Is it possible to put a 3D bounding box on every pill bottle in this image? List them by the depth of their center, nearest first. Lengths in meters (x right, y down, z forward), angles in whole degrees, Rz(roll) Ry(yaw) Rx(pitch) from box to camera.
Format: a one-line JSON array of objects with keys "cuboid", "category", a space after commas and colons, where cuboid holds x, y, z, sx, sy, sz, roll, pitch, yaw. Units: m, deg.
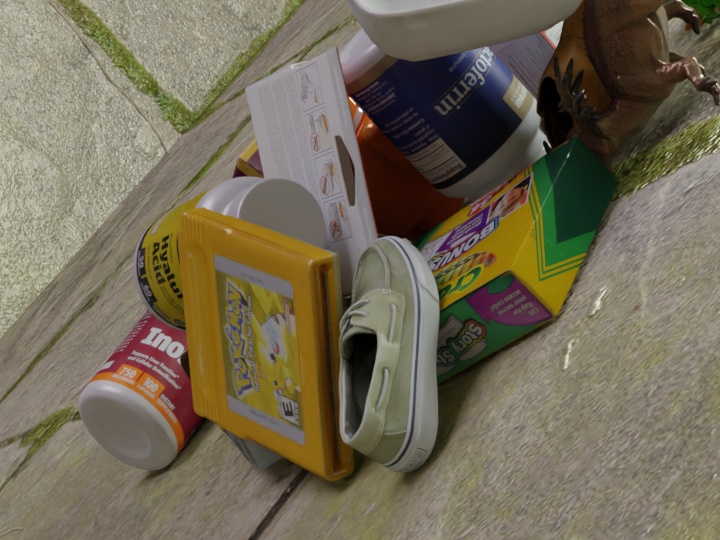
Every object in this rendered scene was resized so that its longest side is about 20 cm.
[{"cuboid": [-0.108, -0.017, 1.732, 0.111, 0.111, 0.200, -51, 14, -27], "category": "pill bottle"}, {"cuboid": [0.080, -0.135, 1.740, 0.116, 0.200, 0.116, -41, 14, 13], "category": "pill bottle"}, {"cuboid": [-0.183, 0.092, 2.042, 0.113, 0.113, 0.200, -28, 21, 51], "category": "pill bottle"}]

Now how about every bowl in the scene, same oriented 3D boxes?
[{"cuboid": [0.078, -0.242, 1.638, 0.198, 0.075, 0.200, -13, 40, -4], "category": "bowl"}]

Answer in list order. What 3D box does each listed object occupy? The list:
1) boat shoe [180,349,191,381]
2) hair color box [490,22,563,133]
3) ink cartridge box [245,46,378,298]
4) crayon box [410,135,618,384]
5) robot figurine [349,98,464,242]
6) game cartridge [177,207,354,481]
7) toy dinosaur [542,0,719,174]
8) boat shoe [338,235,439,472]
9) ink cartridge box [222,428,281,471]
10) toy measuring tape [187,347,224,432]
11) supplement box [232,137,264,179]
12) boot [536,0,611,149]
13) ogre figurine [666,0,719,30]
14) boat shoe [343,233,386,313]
[{"cuboid": [-0.080, 0.062, 1.719, 0.072, 0.072, 0.200, -37, 7, -29], "category": "boat shoe"}, {"cuboid": [0.135, -0.166, 1.871, 0.200, 0.111, 0.064, -29, 18, 48], "category": "hair color box"}, {"cuboid": [-0.024, -0.077, 1.719, 0.043, 0.202, 0.173, -11, -2, -30], "category": "ink cartridge box"}, {"cuboid": [0.090, 0.005, 1.581, 0.200, 0.058, 0.173, -34, 16, 41], "category": "crayon box"}, {"cuboid": [0.000, -0.100, 1.866, 0.117, 0.199, 0.144, -52, 20, 17], "category": "robot figurine"}, {"cuboid": [-0.078, 0.053, 1.590, 0.032, 0.178, 0.199, -16, 20, -34], "category": "game cartridge"}, {"cuboid": [0.203, -0.175, 1.603, 0.134, 0.202, 0.086, -5, -12, 3], "category": "toy dinosaur"}, {"cuboid": [0.016, 0.051, 1.484, 0.072, 0.062, 0.201, -41, 39, 34], "category": "boat shoe"}, {"cuboid": [-0.026, 0.090, 1.757, 0.199, 0.048, 0.160, -29, 10, -8], "category": "ink cartridge box"}, {"cuboid": [-0.127, 0.074, 1.942, 0.073, 0.073, 0.201, -37, 44, 28], "category": "toy measuring tape"}, {"cuboid": [-0.064, -0.087, 2.129, 0.131, 0.103, 0.200, -51, -6, -23], "category": "supplement box"}, {"cuboid": [0.186, -0.197, 1.662, 0.070, 0.202, 0.144, 9, 37, 34], "category": "boot"}, {"cuboid": [0.295, -0.272, 1.744, 0.120, 0.099, 0.200, -34, 22, -9], "category": "ogre figurine"}, {"cuboid": [0.000, 0.000, 1.808, 0.074, 0.067, 0.199, -32, 11, -37], "category": "boat shoe"}]
